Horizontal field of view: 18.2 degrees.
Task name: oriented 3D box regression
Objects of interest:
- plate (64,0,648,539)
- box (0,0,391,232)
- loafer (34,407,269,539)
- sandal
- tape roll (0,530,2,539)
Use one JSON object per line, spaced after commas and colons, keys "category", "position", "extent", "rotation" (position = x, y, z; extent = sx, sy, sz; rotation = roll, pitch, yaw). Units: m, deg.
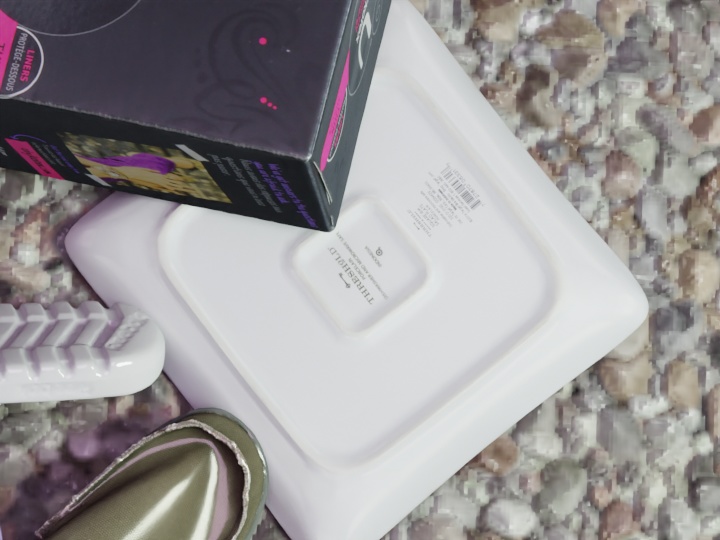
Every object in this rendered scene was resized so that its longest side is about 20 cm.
{"category": "plate", "position": [0.000, 0.000, 1.020], "extent": [0.200, 0.032, 0.200], "rotation": [-38, 84, -8]}
{"category": "box", "position": [-0.097, -0.105, 0.974], "extent": [0.199, 0.106, 0.123], "rotation": [11, 75, 8]}
{"category": "loafer", "position": [-0.115, 0.141, 0.970], "extent": [0.075, 0.070, 0.200], "rotation": [41, 83, 3]}
{"category": "sandal", "position": [-0.187, 0.050, 0.987], "extent": [0.202, 0.083, 0.050], "rotation": [0, 117, 1]}
{"category": "tape roll", "position": [-0.240, 0.133, 0.879], "extent": [0.199, 0.066, 0.200], "rotation": [7, 40, -5]}
